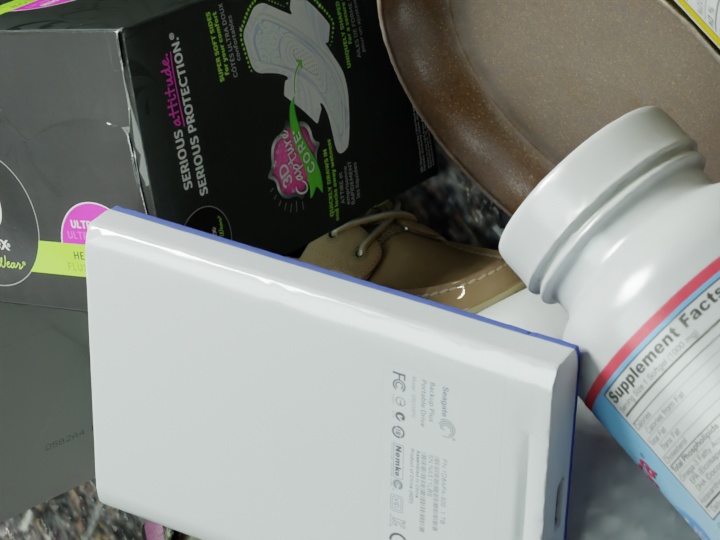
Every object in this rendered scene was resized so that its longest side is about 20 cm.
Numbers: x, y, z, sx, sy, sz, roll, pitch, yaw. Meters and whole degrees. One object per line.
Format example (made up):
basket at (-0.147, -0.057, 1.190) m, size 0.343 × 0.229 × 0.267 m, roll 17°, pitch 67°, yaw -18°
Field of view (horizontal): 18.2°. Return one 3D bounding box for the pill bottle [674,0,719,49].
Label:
pill bottle at (0.157, -0.121, 0.764) m, size 0.200 × 0.114 × 0.114 m, roll 53°, pitch 139°, yaw 29°

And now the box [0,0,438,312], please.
box at (-0.084, -0.072, 0.992) m, size 0.148 × 0.200 × 0.125 m, roll 3°, pitch 111°, yaw 36°

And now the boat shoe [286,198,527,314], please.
boat shoe at (0.000, 0.000, 1.051) m, size 0.200 × 0.071 × 0.065 m, roll -2°, pitch 108°, yaw 49°

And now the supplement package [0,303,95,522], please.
supplement package at (-0.211, 0.020, 1.229) m, size 0.200 × 0.152 × 0.151 m, roll 16°, pitch 119°, yaw 43°

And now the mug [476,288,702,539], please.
mug at (0.080, 0.104, 0.924) m, size 0.176 × 0.200 × 0.148 m, roll 64°, pitch 180°, yaw 10°

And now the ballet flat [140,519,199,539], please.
ballet flat at (-0.071, 0.118, 1.176) m, size 0.200 × 0.069 × 0.071 m, roll 115°, pitch 144°, yaw -49°

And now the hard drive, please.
hard drive at (-0.015, 0.061, 0.861) m, size 0.200 × 0.025 × 0.132 m, roll 17°, pitch 123°, yaw 25°

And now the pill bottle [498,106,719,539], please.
pill bottle at (0.144, 0.039, 0.815) m, size 0.200 × 0.109 × 0.109 m, roll 49°, pitch 138°, yaw 17°

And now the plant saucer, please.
plant saucer at (0.094, -0.070, 0.898) m, size 0.200 × 0.032 × 0.200 m, roll 34°, pitch 153°, yaw 20°
